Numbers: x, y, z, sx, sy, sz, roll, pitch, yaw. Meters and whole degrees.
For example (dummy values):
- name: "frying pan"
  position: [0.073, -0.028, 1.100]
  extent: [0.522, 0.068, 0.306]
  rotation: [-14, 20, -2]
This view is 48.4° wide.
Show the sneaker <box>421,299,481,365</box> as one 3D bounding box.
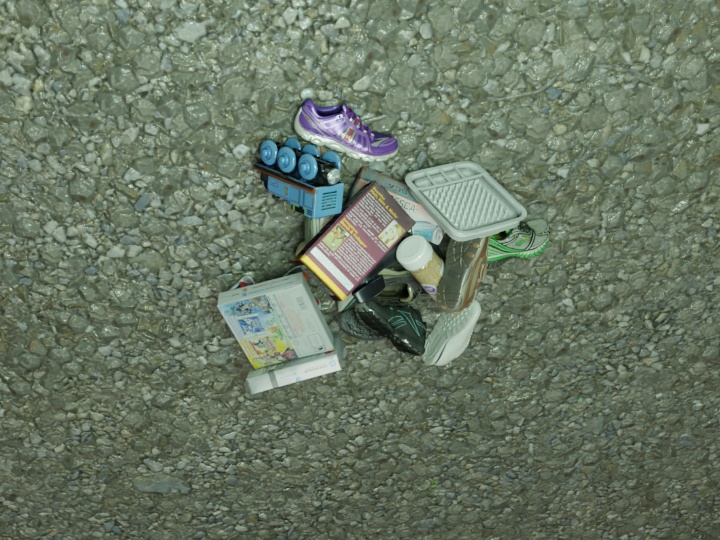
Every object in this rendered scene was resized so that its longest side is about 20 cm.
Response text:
- name: "sneaker"
  position: [0.216, 0.138, 1.803]
  extent: [0.080, 0.077, 0.200]
  rotation: [13, 130, -31]

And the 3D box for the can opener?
- name: "can opener"
  position: [0.037, -0.014, 1.570]
  extent: [0.063, 0.200, 0.079]
  rotation: [4, 124, 44]

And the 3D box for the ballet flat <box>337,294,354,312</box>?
- name: "ballet flat"
  position: [0.000, 0.000, 1.672]
  extent: [0.069, 0.070, 0.200]
  rotation: [31, 113, -27]

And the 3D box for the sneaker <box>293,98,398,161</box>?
- name: "sneaker"
  position: [-0.019, -0.257, 1.460]
  extent: [0.199, 0.081, 0.084]
  rotation: [15, 118, -18]

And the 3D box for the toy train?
- name: "toy train"
  position: [-0.113, -0.169, 1.443]
  extent: [0.087, 0.200, 0.115]
  rotation: [-14, 119, -44]

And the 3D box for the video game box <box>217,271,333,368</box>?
- name: "video game box"
  position: [-0.170, 0.106, 1.642]
  extent: [0.182, 0.047, 0.200]
  rotation: [-15, 130, 8]

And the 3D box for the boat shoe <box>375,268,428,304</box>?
- name: "boat shoe"
  position: [0.091, 0.037, 1.647]
  extent: [0.199, 0.065, 0.072]
  rotation: [5, 134, -30]

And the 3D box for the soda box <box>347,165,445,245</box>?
- name: "soda box"
  position: [0.077, -0.126, 1.554]
  extent: [0.199, 0.064, 0.069]
  rotation: [23, 121, -7]

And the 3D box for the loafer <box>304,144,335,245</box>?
- name: "loafer"
  position: [-0.069, -0.139, 1.514]
  extent: [0.063, 0.072, 0.201]
  rotation: [1, 94, -23]

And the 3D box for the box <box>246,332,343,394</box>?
- name: "box"
  position: [-0.137, 0.199, 1.737]
  extent: [0.199, 0.156, 0.041]
  rotation: [-17, 102, 4]

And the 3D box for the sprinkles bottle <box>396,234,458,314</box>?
- name: "sprinkles bottle"
  position: [0.147, 0.011, 1.596]
  extent: [0.068, 0.068, 0.200]
  rotation: [-31, 133, 15]

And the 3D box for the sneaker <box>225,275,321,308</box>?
- name: "sneaker"
  position: [-0.188, 0.063, 1.680]
  extent: [0.199, 0.071, 0.113]
  rotation: [-10, 131, 2]

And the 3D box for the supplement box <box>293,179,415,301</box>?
- name: "supplement box"
  position: [-0.011, -0.053, 1.456]
  extent: [0.110, 0.086, 0.200]
  rotation: [45, 79, -10]

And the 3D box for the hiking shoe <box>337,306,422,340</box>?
- name: "hiking shoe"
  position: [0.031, 0.119, 1.722]
  extent: [0.199, 0.076, 0.101]
  rotation: [5, 165, -28]

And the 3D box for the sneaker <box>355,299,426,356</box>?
- name: "sneaker"
  position: [0.065, 0.101, 1.645]
  extent: [0.075, 0.079, 0.200]
  rotation: [-1, 148, 47]

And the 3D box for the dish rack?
- name: "dish rack"
  position: [0.192, -0.125, 1.491]
  extent: [0.171, 0.200, 0.044]
  rotation: [-15, 135, -25]

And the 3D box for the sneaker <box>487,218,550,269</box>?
- name: "sneaker"
  position: [0.310, -0.069, 1.613]
  extent: [0.200, 0.078, 0.085]
  rotation: [-20, 129, -32]

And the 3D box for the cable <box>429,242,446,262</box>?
- name: "cable"
  position: [0.199, -0.081, 1.647]
  extent: [0.163, 0.051, 0.200]
  rotation: [10, 128, -9]

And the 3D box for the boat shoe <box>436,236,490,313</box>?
- name: "boat shoe"
  position: [0.208, -0.013, 1.548]
  extent: [0.072, 0.076, 0.201]
  rotation: [4, 112, -45]

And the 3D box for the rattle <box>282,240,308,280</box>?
- name: "rattle"
  position: [-0.077, -0.048, 1.642]
  extent: [0.130, 0.143, 0.200]
  rotation: [8, 161, -20]
